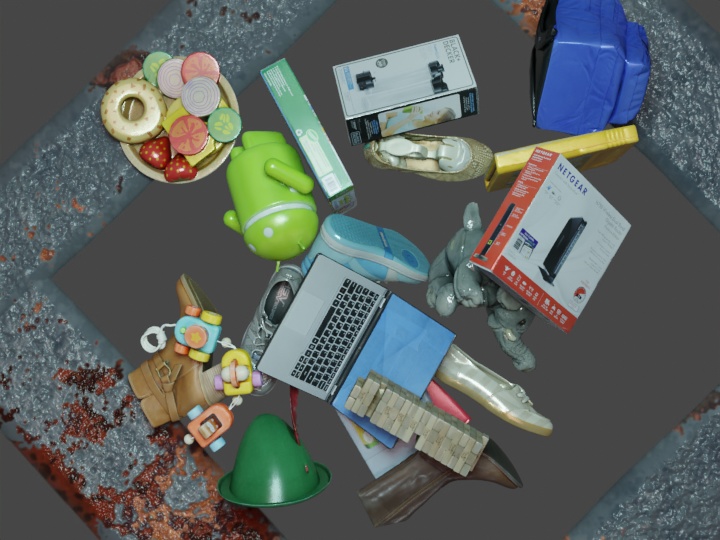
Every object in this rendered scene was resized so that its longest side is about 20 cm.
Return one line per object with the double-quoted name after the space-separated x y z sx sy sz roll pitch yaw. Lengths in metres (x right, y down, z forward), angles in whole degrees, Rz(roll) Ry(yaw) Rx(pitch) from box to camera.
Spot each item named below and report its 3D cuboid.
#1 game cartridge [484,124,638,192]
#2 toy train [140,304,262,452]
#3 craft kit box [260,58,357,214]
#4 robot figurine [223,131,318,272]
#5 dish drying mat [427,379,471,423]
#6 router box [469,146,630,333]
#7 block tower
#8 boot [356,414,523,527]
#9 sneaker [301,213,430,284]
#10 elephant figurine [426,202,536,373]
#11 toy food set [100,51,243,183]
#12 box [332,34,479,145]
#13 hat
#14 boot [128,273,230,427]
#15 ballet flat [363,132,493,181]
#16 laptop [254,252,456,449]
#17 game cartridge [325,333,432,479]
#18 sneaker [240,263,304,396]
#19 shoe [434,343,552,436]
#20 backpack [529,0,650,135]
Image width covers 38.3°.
0.281 -0.157 1.484 0.197 0.176 0.033 -11 85 2 "game cartridge"
-0.226 0.152 1.470 0.149 0.056 0.201 -32 90 4 "toy train"
-0.070 -0.184 1.488 0.048 0.198 0.202 -28 86 -3 "craft kit box"
-0.128 -0.104 1.512 0.114 0.175 0.202 -2 65 -37 "robot figurine"
0.070 0.177 1.547 0.200 0.018 0.077 45 93 3 "dish drying mat"
0.261 -0.038 1.411 0.199 0.049 0.181 34 86 -39 "router box"
0.077 0.206 1.412 0.198 0.058 0.055 29 101 1 "block tower"
0.114 0.319 1.513 0.186 0.064 0.200 39 105 -24 "boot"
0.000 0.000 1.532 0.198 0.080 0.131 22 124 -28 "sneaker"
0.204 0.031 1.507 0.198 0.155 0.143 21 43 -21 "elephant figurine"
-0.279 -0.234 1.572 0.197 0.049 0.201 -38 85 -1 "toy food set"
0.067 -0.268 1.533 0.197 0.060 0.118 -13 54 1 "box"
-0.129 0.215 1.466 0.163 0.200 0.179 -6 100 -13 "hat"
-0.278 0.121 1.539 0.153 0.074 0.202 -26 75 10 "boot"
0.102 -0.172 1.546 0.197 0.065 0.072 2 87 2 "ballet flat"
-0.008 0.112 1.447 0.198 0.116 0.189 28 95 -27 "laptop"
0.033 0.194 1.525 0.132 0.040 0.202 -31 89 5 "game cartridge"
-0.137 0.087 1.525 0.074 0.082 0.203 15 93 3 "sneaker"
0.199 0.177 1.516 0.198 0.070 0.054 31 96 6 "shoe"
0.324 -0.301 1.486 0.165 0.201 0.164 11 130 -2 "backpack"
